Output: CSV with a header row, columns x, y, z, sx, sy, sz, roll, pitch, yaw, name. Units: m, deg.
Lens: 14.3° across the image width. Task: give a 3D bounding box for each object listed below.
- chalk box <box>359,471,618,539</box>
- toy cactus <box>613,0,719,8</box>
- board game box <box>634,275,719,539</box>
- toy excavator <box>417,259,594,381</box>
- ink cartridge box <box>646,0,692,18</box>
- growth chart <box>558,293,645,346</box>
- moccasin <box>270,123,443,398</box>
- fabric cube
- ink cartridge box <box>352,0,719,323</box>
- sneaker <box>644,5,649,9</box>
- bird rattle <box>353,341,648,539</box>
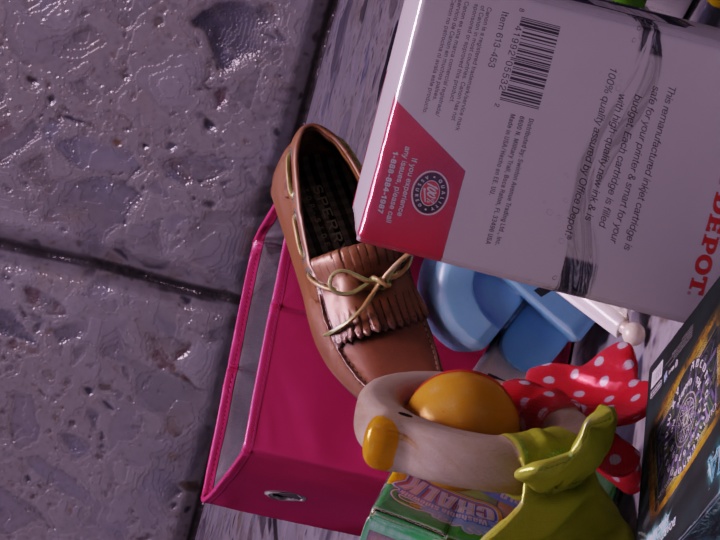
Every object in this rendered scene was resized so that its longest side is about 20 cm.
x,y,z,sx,sy,sz,roll,pitch,yaw,name
0.057,0.177,1.566,0.200,0.123,0.125,-59,-11,-64,chalk box
0.163,-0.226,1.547,0.102,0.165,0.200,-53,0,-33,toy cactus
0.178,0.066,1.392,0.200,0.028,0.136,118,163,-60,board game box
0.085,0.045,1.772,0.200,0.194,0.100,-49,6,-5,toy excavator
0.125,-0.176,1.741,0.200,0.145,0.048,115,168,-56,ink cartridge box
0.136,-0.056,1.628,0.145,0.018,0.201,47,139,31,growth chart
0.002,0.000,1.747,0.078,0.073,0.202,99,158,-58,moccasin
0.019,0.067,1.904,0.196,0.198,0.201,131,152,-72,fabric cube
0.109,-0.067,1.486,0.084,0.199,0.146,-99,23,-77,ink cartridge box
0.118,-0.138,1.675,0.078,0.091,0.201,-59,-46,-46,sneaker
0.079,0.080,1.510,0.200,0.162,0.113,-76,-2,-67,bird rattle
